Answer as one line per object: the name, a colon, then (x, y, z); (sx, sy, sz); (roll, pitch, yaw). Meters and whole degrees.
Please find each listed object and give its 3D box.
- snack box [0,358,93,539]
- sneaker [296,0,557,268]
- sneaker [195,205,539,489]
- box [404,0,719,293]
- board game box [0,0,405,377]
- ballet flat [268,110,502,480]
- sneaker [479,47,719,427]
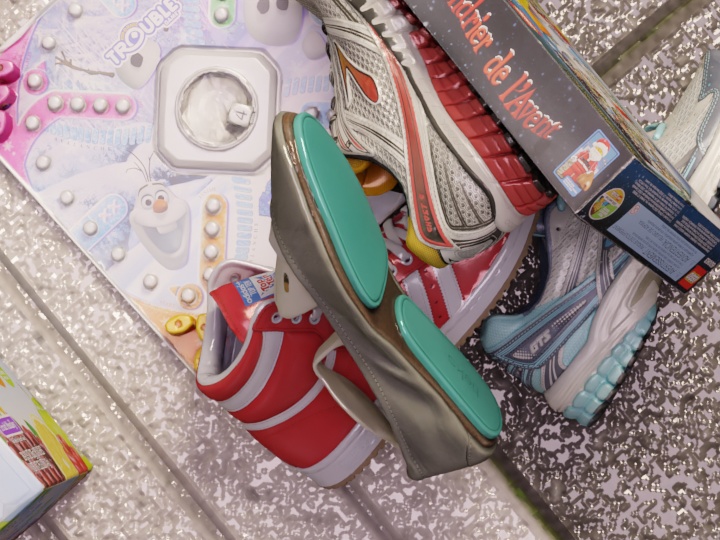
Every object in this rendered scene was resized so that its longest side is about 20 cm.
snack box: (-0.212, 0.055, 1.123); (0.068, 0.200, 0.169); (-41, 88, -3)
sneaker: (0.008, -0.085, 1.143); (0.082, 0.078, 0.200); (-42, 57, 11)
sneaker: (0.000, 0.000, 1.172); (0.112, 0.071, 0.201); (34, 91, -28)
box: (0.085, -0.088, 1.125); (0.038, 0.136, 0.200); (-43, 59, 12)
board game box: (-0.073, -0.082, 1.218); (0.200, 0.026, 0.200); (-43, 89, -2)
ballet flat: (-0.005, 0.019, 1.106); (0.063, 0.068, 0.201); (-24, 116, 21)
sneaker: (0.127, -0.028, 1.194); (0.086, 0.078, 0.201); (28, 87, 4)
